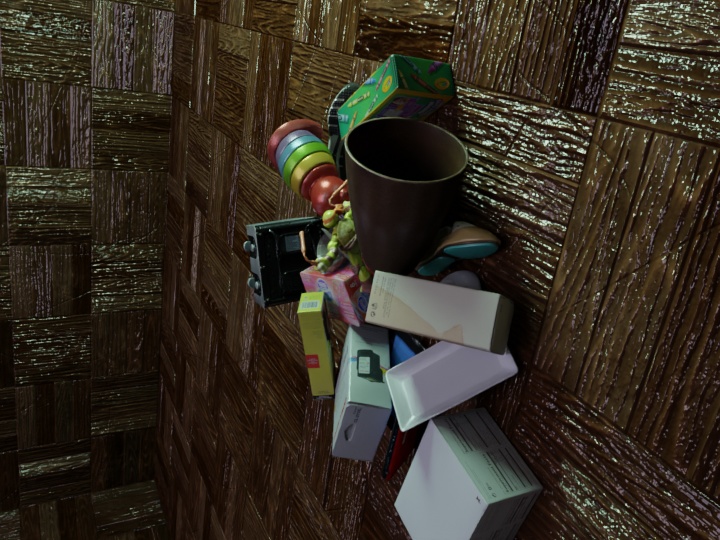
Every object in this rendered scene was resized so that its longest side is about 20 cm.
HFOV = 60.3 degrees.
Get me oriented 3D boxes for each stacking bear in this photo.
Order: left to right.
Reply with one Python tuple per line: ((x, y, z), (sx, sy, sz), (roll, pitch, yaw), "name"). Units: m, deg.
((-0.087, -0.180, 1.173), (0.122, 0.112, 0.202), (-49, 59, 20), "stacking bear")

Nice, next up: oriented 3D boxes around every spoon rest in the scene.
((0.125, 0.047, 1.023), (0.197, 0.060, 0.102), (1, 70, 54), "spoon rest")

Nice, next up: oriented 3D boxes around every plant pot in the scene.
((0.058, -0.099, 0.957), (0.188, 0.182, 0.204), (-125, 31, -43), "plant pot")

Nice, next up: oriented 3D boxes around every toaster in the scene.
((-0.162, -0.028, 1.418), (0.118, 0.195, 0.187), (12, 111, 61), "toaster")

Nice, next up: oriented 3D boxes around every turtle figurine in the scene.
((-0.013, -0.055, 1.057), (0.063, 0.162, 0.203), (-21, 32, 39), "turtle figurine")

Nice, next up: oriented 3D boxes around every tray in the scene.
((0.135, 0.157, 0.937), (0.197, 0.022, 0.109), (-31, 48, 13), "tray")

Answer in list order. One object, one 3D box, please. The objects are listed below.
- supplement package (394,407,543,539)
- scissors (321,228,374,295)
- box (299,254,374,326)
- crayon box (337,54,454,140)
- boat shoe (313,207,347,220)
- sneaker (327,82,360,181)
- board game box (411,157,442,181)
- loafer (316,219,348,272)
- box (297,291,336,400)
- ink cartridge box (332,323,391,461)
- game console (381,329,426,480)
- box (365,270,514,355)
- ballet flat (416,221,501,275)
((0.154, 0.343, 0.939), (0.157, 0.108, 0.205), (53, 135, 45), "supplement package")
((0.000, 0.000, 1.115), (0.014, 0.197, 0.075), (12, 75, 64), "scissors")
((-0.028, 0.033, 1.224), (0.198, 0.101, 0.097), (9, 123, 61), "box")
((0.056, -0.285, 1.061), (0.199, 0.116, 0.060), (-26, 70, 58), "crayon box")
((-0.068, -0.139, 1.254), (0.062, 0.073, 0.201), (-40, 50, 4), "boat shoe")
((-0.035, -0.285, 1.258), (0.081, 0.071, 0.204), (-85, 9, -56), "sneaker")
((0.062, -0.118, 1.081), (0.152, 0.040, 0.204), (39, 130, 22), "board game box")
((-0.039, -0.057, 1.243), (0.203, 0.069, 0.064), (-74, -13, -48), "loafer")
((-0.082, 0.149, 1.214), (0.076, 0.048, 0.206), (-86, -9, -62), "box")
((0.001, 0.223, 1.149), (0.203, 0.080, 0.149), (-90, 13, -53), "ink cartridge box")
((0.056, 0.228, 1.101), (0.116, 0.171, 0.206), (22, 116, 22), "game console")
((0.116, 0.061, 0.907), (0.195, 0.094, 0.080), (11, 85, 30), "box")
((0.145, -0.044, 0.976), (0.199, 0.067, 0.065), (-24, 58, 58), "ballet flat")
